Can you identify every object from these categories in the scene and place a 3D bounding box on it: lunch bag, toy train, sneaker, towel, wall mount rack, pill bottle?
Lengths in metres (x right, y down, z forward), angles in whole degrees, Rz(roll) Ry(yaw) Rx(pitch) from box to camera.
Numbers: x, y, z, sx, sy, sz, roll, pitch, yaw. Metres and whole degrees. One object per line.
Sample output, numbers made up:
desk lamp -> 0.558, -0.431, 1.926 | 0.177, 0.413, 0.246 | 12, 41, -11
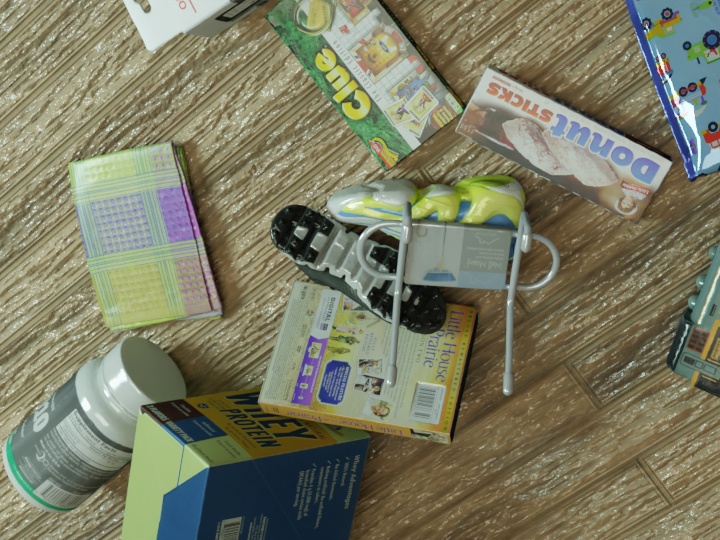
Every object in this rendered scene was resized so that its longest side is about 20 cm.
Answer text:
lunch bag -> 0.339, -0.203, 1.236 | 0.150, 0.094, 0.201 | -21, 90, 23
toy train -> 0.371, 0.035, 1.296 | 0.114, 0.085, 0.201 | 23, 111, 18
sneaker -> 0.000, 0.000, 1.386 | 0.200, 0.091, 0.067 | 31, 84, 1
towel -> -0.233, -0.032, 1.471 | 0.143, 0.023, 0.201 | -10, 102, 18
sneaker -> 0.066, -0.037, 1.358 | 0.199, 0.076, 0.106 | -2, 106, 15
wall mount rack -> 0.092, 0.024, 1.310 | 0.199, 0.075, 0.174 | 4, 115, -1
pill bottle -> -0.290, 0.168, 1.496 | 0.200, 0.113, 0.113 | -41, 93, 22

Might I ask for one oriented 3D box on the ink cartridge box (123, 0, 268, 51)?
ink cartridge box -> -0.138, -0.308, 1.328 | 0.200, 0.068, 0.116 | -28, 84, 21

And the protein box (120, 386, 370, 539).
protein box -> -0.122, 0.241, 1.404 | 0.135, 0.199, 0.199 | 31, 117, 45

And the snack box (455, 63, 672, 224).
snack box -> 0.196, -0.122, 1.319 | 0.199, 0.024, 0.072 | 27, 111, 2

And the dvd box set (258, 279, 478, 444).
dvd box set -> 0.010, 0.091, 1.387 | 0.199, 0.147, 0.029 | 8, 151, 12

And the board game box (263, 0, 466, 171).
board game box -> 0.004, -0.207, 1.354 | 0.105, 0.023, 0.200 | -38, 93, 24
